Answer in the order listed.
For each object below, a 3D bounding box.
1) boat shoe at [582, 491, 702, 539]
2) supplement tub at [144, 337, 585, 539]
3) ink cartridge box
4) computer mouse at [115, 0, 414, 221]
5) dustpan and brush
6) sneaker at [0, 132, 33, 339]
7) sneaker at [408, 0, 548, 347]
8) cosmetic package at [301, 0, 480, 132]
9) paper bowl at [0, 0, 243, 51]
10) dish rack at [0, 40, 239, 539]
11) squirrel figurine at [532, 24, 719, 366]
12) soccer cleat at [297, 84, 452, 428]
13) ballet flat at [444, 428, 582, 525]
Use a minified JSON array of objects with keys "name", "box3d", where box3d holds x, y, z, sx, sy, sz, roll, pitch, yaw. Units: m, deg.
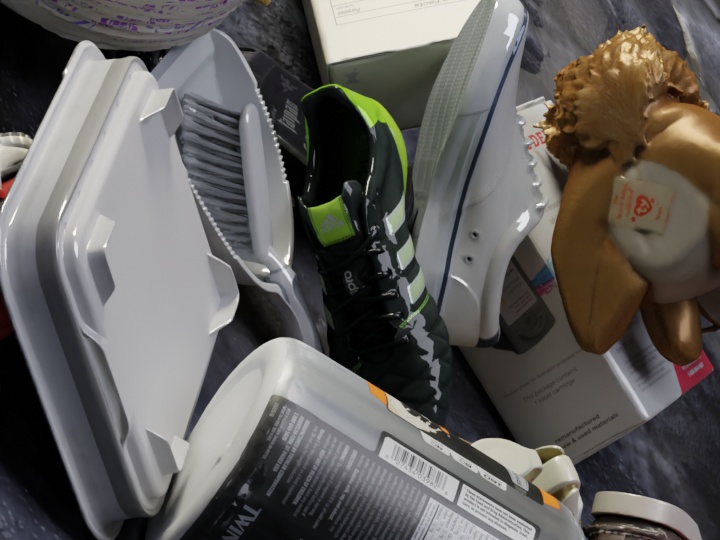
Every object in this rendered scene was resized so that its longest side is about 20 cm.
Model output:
[{"name":"boat shoe","box3d":[0.184,0.187,1.570,0.200,0.072,0.060,41,58,-53]},{"name":"supplement tub","box3d":[0.015,0.128,1.213,0.200,0.123,0.123,33,31,-13]},{"name":"ink cartridge box","box3d":[0.111,0.009,1.620,0.200,0.086,0.148,58,26,5]},{"name":"computer mouse","box3d":[-0.056,-0.099,1.500,0.200,0.046,0.141,31,37,-24]},{"name":"dustpan and brush","box3d":[-0.055,-0.017,1.378,0.140,0.057,0.200,-61,145,-64]},{"name":"sneaker","box3d":[-0.175,-0.007,1.143,0.085,0.077,0.200,63,26,2]},{"name":"sneaker","box3d":[0.069,-0.053,1.517,0.071,0.200,0.073,13,7,-15]},{"name":"cosmetic package","box3d":[0.014,-0.178,1.618,0.071,0.105,0.200,83,-3,-51]},{"name":"paper bowl","box3d":[-0.135,-0.200,1.362,0.200,0.104,0.201,20,50,-26]},{"name":"dish rack","box3d":[-0.102,0.005,1.216,0.200,0.043,0.172,-75,154,-57]},{"name":"squirrel figurine","box3d":[0.187,-0.047,1.571,0.187,0.141,0.200,6,58,-65]},{"name":"soccer cleat","box3d":[0.000,0.000,1.396,0.081,0.067,0.200,32,45,-61]},{"name":"ballet flat","box3d":[0.081,0.122,1.457,0.200,0.065,0.071,12,49,-57]}]
